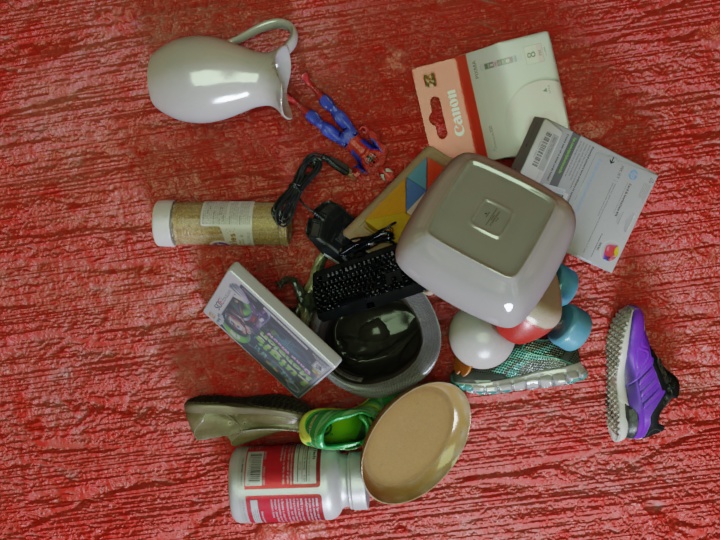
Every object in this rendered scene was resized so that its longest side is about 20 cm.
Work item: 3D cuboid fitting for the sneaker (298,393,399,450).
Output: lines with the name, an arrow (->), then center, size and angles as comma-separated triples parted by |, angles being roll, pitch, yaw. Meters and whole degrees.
sneaker -> 0.011, 0.225, 1.430 | 0.199, 0.084, 0.075 | -14, 107, -21

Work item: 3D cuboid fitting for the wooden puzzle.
wooden puzzle -> 0.092, -0.078, 1.353 | 0.185, 0.037, 0.200 | -46, 49, -11

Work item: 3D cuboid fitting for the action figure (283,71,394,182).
action figure -> -0.026, -0.197, 1.404 | 0.200, 0.099, 0.065 | 43, 98, -4

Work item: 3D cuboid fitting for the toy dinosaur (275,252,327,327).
toy dinosaur -> -0.087, 0.048, 1.454 | 0.088, 0.047, 0.201 | 8, 93, -23

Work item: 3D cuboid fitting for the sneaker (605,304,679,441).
sneaker -> 0.413, 0.148, 1.424 | 0.099, 0.070, 0.201 | 0, 100, -3

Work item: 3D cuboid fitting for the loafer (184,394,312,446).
loafer -> -0.165, 0.226, 1.471 | 0.199, 0.076, 0.068 | 3, 100, 11

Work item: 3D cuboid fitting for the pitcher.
pitcher -> -0.191, -0.292, 1.402 | 0.199, 0.121, 0.172 | 1, 56, 10

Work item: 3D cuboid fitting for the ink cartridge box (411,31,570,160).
ink cartridge box -> 0.188, -0.238, 1.407 | 0.199, 0.057, 0.164 | -14, 95, 1

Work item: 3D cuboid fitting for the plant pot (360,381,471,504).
plant pot -> 0.076, 0.246, 1.422 | 0.199, 0.027, 0.201 | -18, 123, -31

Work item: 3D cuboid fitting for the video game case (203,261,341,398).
video game case -> -0.132, 0.091, 1.409 | 0.200, 0.182, 0.023 | 42, 61, -1

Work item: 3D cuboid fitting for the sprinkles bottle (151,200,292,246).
sprinkles bottle -> -0.202, -0.070, 1.442 | 0.199, 0.068, 0.069 | 0, 96, 4

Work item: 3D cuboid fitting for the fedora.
fedora -> 0.026, 0.089, 1.430 | 0.199, 0.090, 0.178 | -28, 91, 16

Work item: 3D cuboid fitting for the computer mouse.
computer mouse -> -0.029, -0.080, 1.438 | 0.199, 0.046, 0.141 | 31, 68, -16

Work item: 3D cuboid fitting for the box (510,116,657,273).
box -> 0.301, -0.105, 1.383 | 0.199, 0.041, 0.157 | 22, 97, -18

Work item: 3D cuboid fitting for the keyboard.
keyboard -> 0.000, 0.000, 1.333 | 0.199, 0.040, 0.105 | -19, 73, 37

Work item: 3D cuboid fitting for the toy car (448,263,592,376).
toy car -> 0.186, 0.062, 1.388 | 0.184, 0.177, 0.200 | 29, 122, -22

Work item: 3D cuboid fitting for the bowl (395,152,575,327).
bowl -> 0.161, -0.051, 1.244 | 0.199, 0.075, 0.200 | 29, 71, 12

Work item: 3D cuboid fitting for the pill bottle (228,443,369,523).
pill bottle -> -0.089, 0.313, 1.452 | 0.199, 0.112, 0.113 | -3, 96, 5

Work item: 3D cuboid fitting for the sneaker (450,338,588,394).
sneaker -> 0.228, 0.132, 1.439 | 0.199, 0.078, 0.092 | -8, 79, 2
